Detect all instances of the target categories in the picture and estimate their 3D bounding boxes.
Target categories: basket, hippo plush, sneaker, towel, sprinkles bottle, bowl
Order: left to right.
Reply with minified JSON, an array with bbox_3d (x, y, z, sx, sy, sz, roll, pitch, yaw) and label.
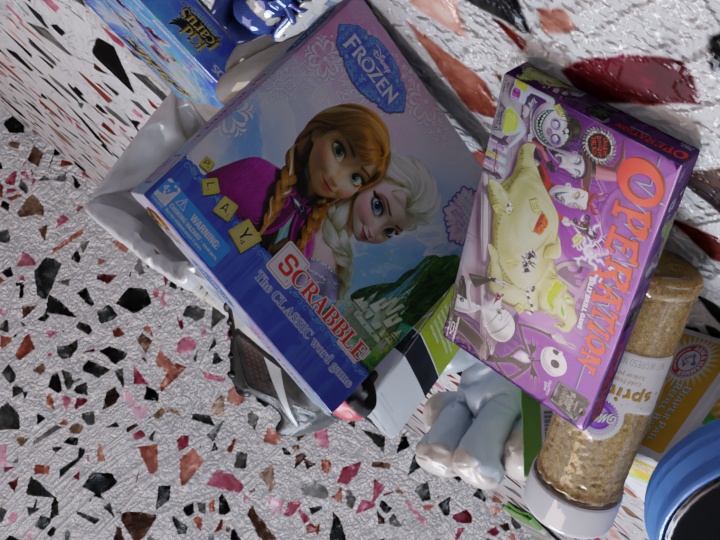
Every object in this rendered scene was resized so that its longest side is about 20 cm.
[{"bbox_3d":[-0.171,-0.073,1.217,0.197,0.201,0.161,32,170,33],"label":"basket"},{"bbox_3d":[-0.073,0.039,0.792,0.202,0.097,0.071,58,-163,-2],"label":"sneaker"},{"bbox_3d":[-0.029,-0.170,0.606,0.075,0.088,0.199,43,168,-17],"label":"sneaker"},{"bbox_3d":[0.132,0.102,1.024,0.160,0.197,0.163,-117,9,-66],"label":"hippo plush"},{"bbox_3d":[0.465,0.667,2.661,0.200,0.031,0.149,45,166,-18],"label":"towel"},{"bbox_3d":[0.169,0.083,0.714,0.067,0.203,0.069,10,-155,-5],"label":"sprinkles bottle"},{"bbox_3d":[0.294,0.173,0.709,0.197,0.040,0.203,5,130,6],"label":"bowl"}]

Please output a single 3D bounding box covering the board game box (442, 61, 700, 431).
[{"bbox_3d":[0.119,-0.010,0.639,0.119,0.032,0.203,30,132,25],"label":"board game box"}]

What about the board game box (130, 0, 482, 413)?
[{"bbox_3d":[-0.017,-0.045,0.719,0.201,0.200,0.041,50,165,-21],"label":"board game box"}]

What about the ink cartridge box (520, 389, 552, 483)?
[{"bbox_3d":[0.191,0.139,0.952,0.074,0.150,0.200,-4,155,13],"label":"ink cartridge box"}]

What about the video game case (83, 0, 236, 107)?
[{"bbox_3d":[-0.198,-0.241,1.020,0.200,0.046,0.181,46,169,-33],"label":"video game case"}]

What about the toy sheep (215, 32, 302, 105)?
[{"bbox_3d":[-0.050,-0.118,0.806,0.202,0.137,0.138,62,167,-5],"label":"toy sheep"}]

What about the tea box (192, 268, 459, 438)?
[{"bbox_3d":[0.000,0.000,0.921,0.199,0.198,0.134,33,168,22],"label":"tea box"}]

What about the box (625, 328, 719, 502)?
[{"bbox_3d":[0.278,0.148,0.813,0.200,0.113,0.101,44,168,-25],"label":"box"}]
